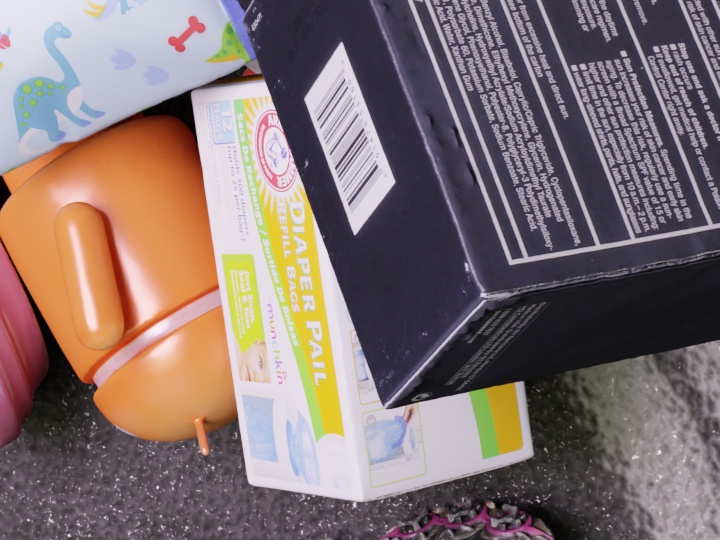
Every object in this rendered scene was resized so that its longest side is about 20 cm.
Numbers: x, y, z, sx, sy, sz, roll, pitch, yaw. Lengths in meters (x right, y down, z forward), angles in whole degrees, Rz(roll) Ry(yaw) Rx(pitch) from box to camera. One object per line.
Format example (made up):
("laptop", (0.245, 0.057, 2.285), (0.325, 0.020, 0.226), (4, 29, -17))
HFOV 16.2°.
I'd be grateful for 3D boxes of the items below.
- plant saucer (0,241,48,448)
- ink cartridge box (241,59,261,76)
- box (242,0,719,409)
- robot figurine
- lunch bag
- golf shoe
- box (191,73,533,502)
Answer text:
("plant saucer", (-0.222, -0.002, 1.349), (0.051, 0.200, 0.201), (-27, 89, -14))
("ink cartridge box", (0.015, -0.060, 1.300), (0.200, 0.044, 0.174), (38, 110, 11))
("box", (0.082, -0.065, 1.098), (0.123, 0.198, 0.201), (-52, 53, 57))
("robot figurine", (-0.111, 0.002, 1.293), (0.116, 0.144, 0.200), (-29, 82, -18))
("lunch bag", (-0.152, -0.166, 1.180), (0.169, 0.128, 0.201), (-22, 109, 14))
("golf shoe", (0.029, 0.180, 1.331), (0.199, 0.073, 0.092), (-18, 111, 34))
("box", (0.000, 0.000, 1.214), (0.112, 0.101, 0.201), (-1, 99, 58))
